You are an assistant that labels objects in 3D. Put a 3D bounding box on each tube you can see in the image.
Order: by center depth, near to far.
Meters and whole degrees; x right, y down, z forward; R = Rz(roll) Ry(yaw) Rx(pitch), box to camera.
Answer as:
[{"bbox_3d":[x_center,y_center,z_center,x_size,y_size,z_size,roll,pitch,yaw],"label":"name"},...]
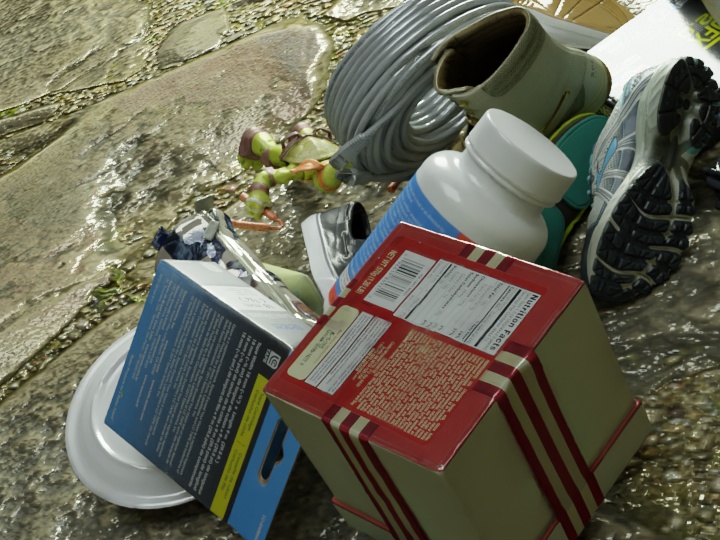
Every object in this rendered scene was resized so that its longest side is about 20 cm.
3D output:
[{"bbox_3d":[-0.086,0.019,1.337,0.200,0.058,0.052,13,93,52],"label":"tube"}]

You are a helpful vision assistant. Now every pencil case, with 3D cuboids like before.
[{"bbox_3d":[-0.088,0.029,1.239,0.078,0.090,0.200,-24,51,-30],"label":"pencil case"}]

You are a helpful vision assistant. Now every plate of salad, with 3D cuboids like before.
[{"bbox_3d":[-0.150,0.116,1.275,0.200,0.048,0.200,-11,48,13],"label":"plate of salad"}]

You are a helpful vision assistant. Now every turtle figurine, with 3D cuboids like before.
[{"bbox_3d":[-0.060,-0.100,1.427,0.200,0.065,0.161,-23,25,-18],"label":"turtle figurine"}]

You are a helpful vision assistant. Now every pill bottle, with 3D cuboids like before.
[{"bbox_3d":[0.069,-0.018,1.142,0.200,0.112,0.112,-54,29,21],"label":"pill bottle"}]

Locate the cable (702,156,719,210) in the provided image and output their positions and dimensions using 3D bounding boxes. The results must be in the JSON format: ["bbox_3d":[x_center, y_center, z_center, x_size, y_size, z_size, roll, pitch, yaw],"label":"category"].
[{"bbox_3d":[0.352,-0.091,1.139,0.200,0.051,0.163,-1,46,38],"label":"cable"}]

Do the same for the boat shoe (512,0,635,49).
[{"bbox_3d":[0.166,-0.232,1.445,0.200,0.069,0.071,20,38,27],"label":"boat shoe"}]

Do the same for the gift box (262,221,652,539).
[{"bbox_3d":[0.065,0.091,1.022,0.185,0.187,0.200,-46,43,-18],"label":"gift box"}]

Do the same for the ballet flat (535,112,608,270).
[{"bbox_3d":[0.145,-0.052,1.246,0.067,0.067,0.200,-16,37,49],"label":"ballet flat"}]

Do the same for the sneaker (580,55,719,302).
[{"bbox_3d":[0.214,-0.067,1.187,0.086,0.078,0.200,2,67,61],"label":"sneaker"}]

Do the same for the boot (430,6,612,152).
[{"bbox_3d":[0.097,-0.126,1.263,0.200,0.155,0.072,-41,59,20],"label":"boot"}]

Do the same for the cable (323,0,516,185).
[{"bbox_3d":[0.063,-0.161,1.328,0.200,0.200,0.069,-50,63,22],"label":"cable"}]

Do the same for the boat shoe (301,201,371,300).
[{"bbox_3d":[0.000,0.000,1.296,0.066,0.070,0.200,-30,27,6],"label":"boat shoe"}]

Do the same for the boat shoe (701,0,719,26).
[{"bbox_3d":[0.296,-0.275,1.311,0.074,0.069,0.200,-31,35,1],"label":"boat shoe"}]

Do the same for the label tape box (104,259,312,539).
[{"bbox_3d":[-0.093,0.097,1.145,0.200,0.063,0.145,32,108,38],"label":"label tape box"}]

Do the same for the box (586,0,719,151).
[{"bbox_3d":[0.295,-0.186,1.303,0.200,0.044,0.160,-36,35,-4],"label":"box"}]
